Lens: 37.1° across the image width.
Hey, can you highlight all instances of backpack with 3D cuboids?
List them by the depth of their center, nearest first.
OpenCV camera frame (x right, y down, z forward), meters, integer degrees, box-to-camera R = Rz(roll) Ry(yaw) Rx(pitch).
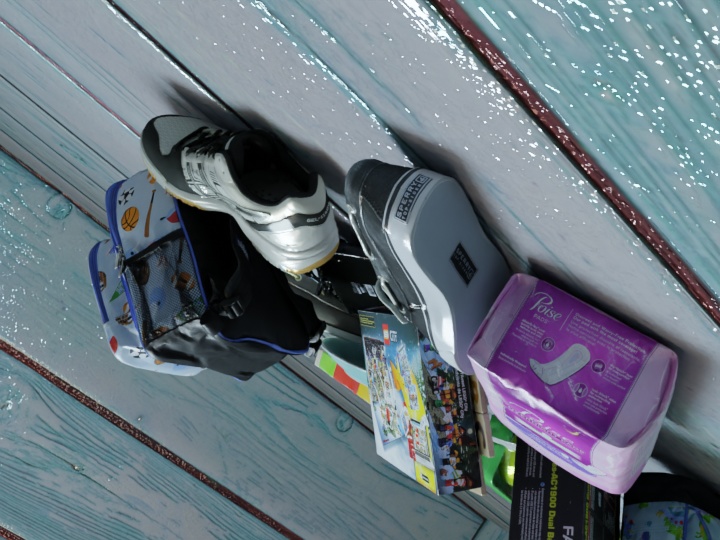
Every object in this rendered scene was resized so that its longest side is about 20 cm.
[{"bbox_3d":[0.282,0.293,0.894,0.153,0.201,0.163,-3,143,46],"label":"backpack"},{"bbox_3d":[-0.141,-0.004,0.934,0.200,0.153,0.191,32,-138,-66],"label":"backpack"}]

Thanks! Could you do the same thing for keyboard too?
[{"bbox_3d":[0.000,0.000,0.996,0.104,0.040,0.200,9,163,12],"label":"keyboard"}]

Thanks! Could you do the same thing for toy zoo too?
[{"bbox_3d":[0.049,0.131,1.144,0.131,0.021,0.200,14,-174,-29],"label":"toy zoo"}]

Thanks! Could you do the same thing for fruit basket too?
[{"bbox_3d":[0.221,0.224,1.176,0.199,0.094,0.185,5,153,41],"label":"fruit basket"}]

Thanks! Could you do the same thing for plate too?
[{"bbox_3d":[0.050,0.111,1.107,0.199,0.026,0.200,16,-175,-1],"label":"plate"}]

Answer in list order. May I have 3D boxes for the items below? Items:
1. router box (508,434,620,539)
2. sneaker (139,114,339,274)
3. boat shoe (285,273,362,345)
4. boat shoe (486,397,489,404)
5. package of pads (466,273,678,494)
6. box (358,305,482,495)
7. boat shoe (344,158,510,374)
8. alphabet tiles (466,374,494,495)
[{"bbox_3d":[0.172,0.214,0.891,0.062,0.201,0.150,-3,153,23],"label":"router box"},{"bbox_3d":[-0.094,-0.083,0.821,0.200,0.076,0.088,32,149,25],"label":"sneaker"},{"bbox_3d":[-0.032,0.036,1.123,0.201,0.061,0.072,19,179,-20],"label":"boat shoe"},{"bbox_3d":[0.104,0.090,0.945,0.068,0.072,0.200,17,168,-13],"label":"boat shoe"},{"bbox_3d":[0.145,0.083,0.725,0.120,0.076,0.200,29,169,20],"label":"package of pads"},{"bbox_3d":[0.045,0.101,0.905,0.038,0.137,0.200,-7,-178,-13],"label":"box"},{"bbox_3d":[0.041,0.000,0.680,0.068,0.074,0.199,24,165,32],"label":"boat shoe"},{"bbox_3d":[0.069,0.096,0.898,0.006,0.167,0.200,-7,179,-13],"label":"alphabet tiles"}]
